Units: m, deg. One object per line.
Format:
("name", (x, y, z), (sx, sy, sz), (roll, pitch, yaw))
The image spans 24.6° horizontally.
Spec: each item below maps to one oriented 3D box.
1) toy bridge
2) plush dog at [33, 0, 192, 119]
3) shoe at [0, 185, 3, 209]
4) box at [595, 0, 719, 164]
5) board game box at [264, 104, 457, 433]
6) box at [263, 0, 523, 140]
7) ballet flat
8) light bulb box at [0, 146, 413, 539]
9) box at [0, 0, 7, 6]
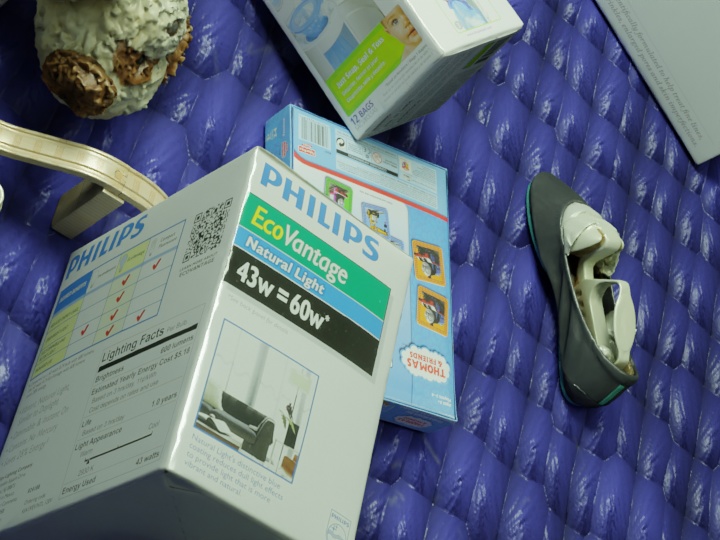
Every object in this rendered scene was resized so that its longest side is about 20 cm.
("toy bridge", (-0.163, -0.045, 1.003), (0.199, 0.067, 0.027), (33, 51, -29))
("plush dog", (-0.159, -0.178, 1.015), (0.200, 0.159, 0.173), (-44, 139, -65))
("shoe", (-0.284, -0.030, 0.892), (0.199, 0.053, 0.070), (-5, 74, -44))
("box", (0.351, -0.237, 1.481), (0.200, 0.199, 0.131), (57, 42, -6))
("board game box", (0.000, 0.000, 1.156), (0.151, 0.036, 0.202), (20, 57, -36))
("box", (0.003, -0.214, 1.186), (0.101, 0.112, 0.201), (-25, 78, -46))
("ballet flat", (0.182, 0.007, 1.301), (0.073, 0.073, 0.202), (10, 64, -40))
("light bulb box", (-0.093, 0.071, 0.920), (0.124, 0.198, 0.201), (35, 52, -29))
("box", (-0.243, -0.152, 0.927), (0.039, 0.041, 0.200), (52, 12, -9))
